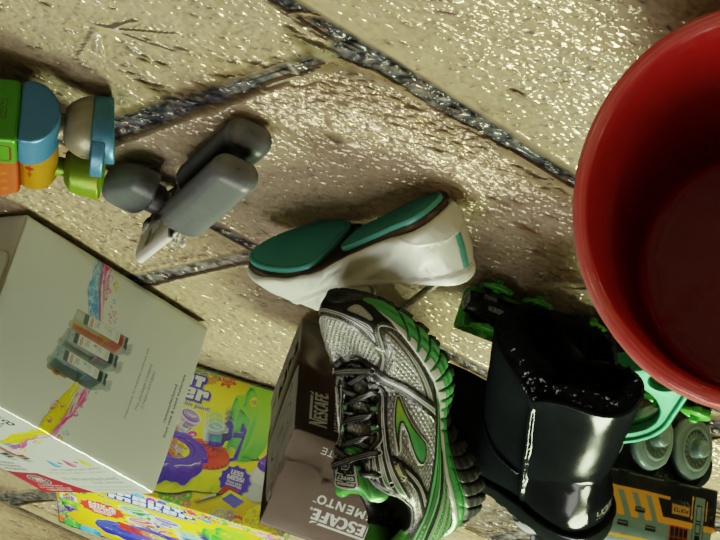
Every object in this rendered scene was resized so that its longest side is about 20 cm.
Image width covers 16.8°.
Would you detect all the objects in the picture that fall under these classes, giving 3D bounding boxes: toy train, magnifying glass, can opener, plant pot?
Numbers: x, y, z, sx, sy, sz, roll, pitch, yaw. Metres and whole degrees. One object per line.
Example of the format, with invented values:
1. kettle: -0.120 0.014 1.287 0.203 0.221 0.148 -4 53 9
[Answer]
1. toy train: 0.156 0.056 1.649 0.199 0.042 0.056 22 169 -11
2. magnifying glass: 0.203 0.065 1.584 0.079 0.022 0.200 33 142 -24
3. can opener: -0.116 -0.052 1.570 0.066 0.053 0.200 26 158 -19
4. plant pot: 0.204 -0.014 1.227 0.199 0.201 0.177 14 170 9
5. toy train: 0.181 0.152 1.730 0.085 0.115 0.199 -4 166 43
6. toy train: -0.218 -0.068 1.590 0.115 0.085 0.200 5 161 -5

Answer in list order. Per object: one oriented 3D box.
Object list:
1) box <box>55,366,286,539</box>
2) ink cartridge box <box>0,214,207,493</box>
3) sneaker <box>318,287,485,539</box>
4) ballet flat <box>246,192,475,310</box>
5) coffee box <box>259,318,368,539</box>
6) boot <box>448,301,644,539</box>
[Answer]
1. box: -0.147 0.166 2.064 0.199 0.123 0.193 17 159 2
2. ink cartridge box: -0.249 0.066 1.855 0.145 0.145 0.200 -4 150 46
3. sneaker: 0.017 0.100 1.552 0.078 0.085 0.201 10 129 47
4. ballet flat: 0.000 0.000 1.573 0.069 0.070 0.200 30 154 -32
5. coffee box: -0.006 0.122 1.739 0.114 0.080 0.200 20 -161 -6
6. boot: 0.094 0.076 1.584 0.200 0.076 0.169 35 146 25
